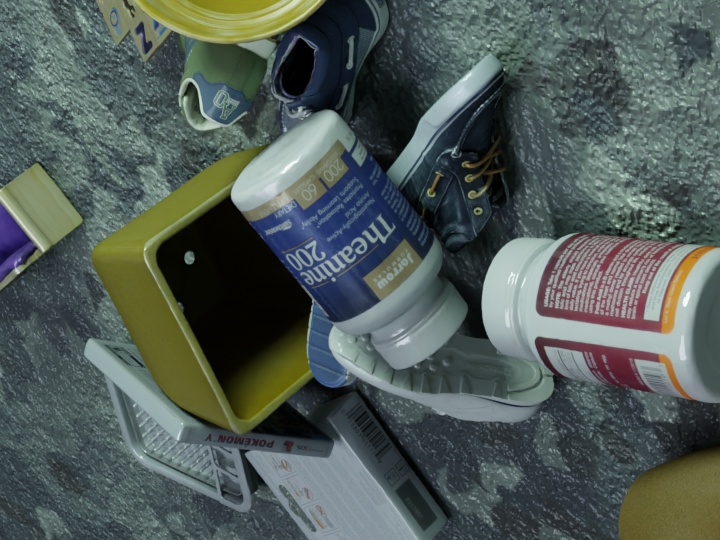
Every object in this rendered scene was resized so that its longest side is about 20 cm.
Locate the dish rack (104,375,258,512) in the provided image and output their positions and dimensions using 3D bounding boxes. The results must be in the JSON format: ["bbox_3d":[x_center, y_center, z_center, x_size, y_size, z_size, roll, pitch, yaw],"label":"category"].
[{"bbox_3d":[-0.190,0.163,1.973,0.199,0.043,0.173,18,134,36],"label":"dish rack"}]

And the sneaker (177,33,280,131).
[{"bbox_3d":[-0.127,-0.162,1.510,0.067,0.091,0.200,24,179,-18],"label":"sneaker"}]

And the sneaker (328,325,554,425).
[{"bbox_3d":[0.064,0.092,1.557,0.198,0.077,0.081,17,151,-8],"label":"sneaker"}]

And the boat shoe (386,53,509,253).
[{"bbox_3d":[0.089,-0.090,1.433,0.091,0.071,0.200,45,151,5],"label":"boat shoe"}]

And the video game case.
[{"bbox_3d":[-0.148,0.124,1.757,0.200,0.181,0.023,33,107,49],"label":"video game case"}]

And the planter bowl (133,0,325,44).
[{"bbox_3d":[-0.097,-0.271,1.414,0.201,0.200,0.083,47,180,3],"label":"planter bowl"}]

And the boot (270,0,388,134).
[{"bbox_3d":[-0.047,-0.154,1.495,0.073,0.090,0.201,40,143,12],"label":"boot"}]

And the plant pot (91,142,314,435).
[{"bbox_3d":[-0.134,0.008,1.662,0.199,0.195,0.196,4,125,54],"label":"plant pot"}]

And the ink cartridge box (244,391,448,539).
[{"bbox_3d":[-0.017,0.217,1.842,0.163,0.057,0.200,54,152,-5],"label":"ink cartridge box"}]

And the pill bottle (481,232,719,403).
[{"bbox_3d":[0.198,0.031,1.382,0.199,0.114,0.115,8,128,43],"label":"pill bottle"}]

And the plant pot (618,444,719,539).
[{"bbox_3d":[0.294,0.209,1.405,0.199,0.186,0.188,2,124,60],"label":"plant pot"}]

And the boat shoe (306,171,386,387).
[{"bbox_3d":[0.000,0.000,1.592,0.072,0.072,0.202,24,111,33],"label":"boat shoe"}]

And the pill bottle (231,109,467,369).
[{"bbox_3d":[-0.004,-0.020,1.460,0.200,0.111,0.111,50,145,-16],"label":"pill bottle"}]

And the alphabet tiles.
[{"bbox_3d":[-0.205,-0.290,1.562,0.166,0.006,0.202,-37,75,55],"label":"alphabet tiles"}]

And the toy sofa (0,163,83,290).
[{"bbox_3d":[-0.392,-0.030,1.969,0.083,0.097,0.200,52,145,-5],"label":"toy sofa"}]
